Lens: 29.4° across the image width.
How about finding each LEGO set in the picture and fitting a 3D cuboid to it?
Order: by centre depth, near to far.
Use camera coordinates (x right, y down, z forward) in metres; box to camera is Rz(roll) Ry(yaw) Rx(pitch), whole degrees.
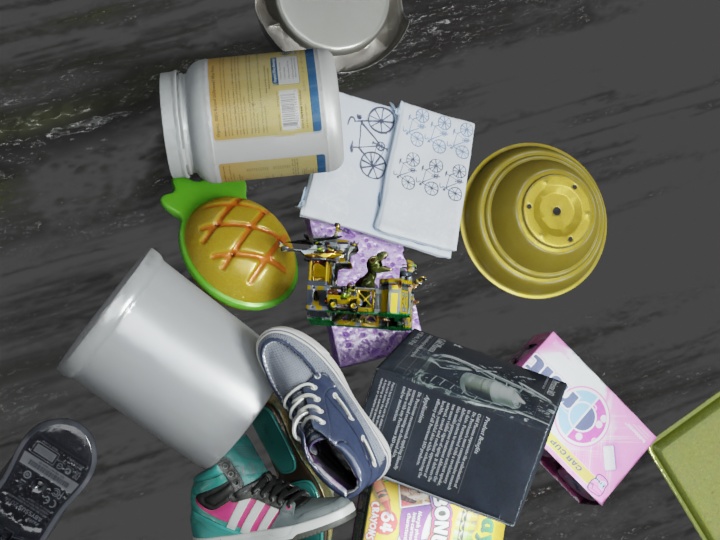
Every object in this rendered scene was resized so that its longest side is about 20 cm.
[{"bbox_3d":[0.000,0.000,1.559,0.154,0.200,0.116,2,81,11],"label":"LEGO set"}]

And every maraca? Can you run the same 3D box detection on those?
[{"bbox_3d":[-0.151,-0.038,1.592,0.137,0.107,0.200,-15,63,-36],"label":"maraca"}]

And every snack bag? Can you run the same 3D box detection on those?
[{"bbox_3d":[0.034,-0.125,1.666,0.200,0.021,0.189,16,66,-9],"label":"snack bag"}]

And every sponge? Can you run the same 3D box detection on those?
[{"bbox_3d":[0.004,0.010,1.662,0.111,0.030,0.200,-11,86,-15],"label":"sponge"}]

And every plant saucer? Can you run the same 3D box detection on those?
[{"bbox_3d":[0.479,0.252,1.746,0.200,0.048,0.200,-32,92,-15],"label":"plant saucer"}]

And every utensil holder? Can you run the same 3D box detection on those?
[{"bbox_3d":[-0.207,0.101,1.526,0.200,0.170,0.170,38,76,-9],"label":"utensil holder"}]

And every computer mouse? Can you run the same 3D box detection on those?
[{"bbox_3d":[-0.373,0.246,1.530,0.138,0.053,0.200,40,88,-9],"label":"computer mouse"}]

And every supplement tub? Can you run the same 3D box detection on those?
[{"bbox_3d":[-0.124,-0.177,1.582,0.200,0.145,0.145,-6,85,-3],"label":"supplement tub"}]

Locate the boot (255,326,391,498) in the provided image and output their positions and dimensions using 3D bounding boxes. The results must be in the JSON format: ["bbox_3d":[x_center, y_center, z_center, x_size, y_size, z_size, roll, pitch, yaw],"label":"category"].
[{"bbox_3d":[-0.048,0.144,1.431,0.073,0.090,0.200,-44,83,18],"label":"boot"}]

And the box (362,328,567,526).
[{"bbox_3d":[0.113,0.171,1.543,0.196,0.200,0.124,21,105,10],"label":"box"}]

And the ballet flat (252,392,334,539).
[{"bbox_3d":[-0.066,0.236,1.605,0.071,0.071,0.200,-21,91,-16],"label":"ballet flat"}]

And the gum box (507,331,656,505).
[{"bbox_3d":[0.250,0.178,1.686,0.200,0.066,0.114,45,74,-5],"label":"gum box"}]

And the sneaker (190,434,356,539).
[{"bbox_3d":[-0.108,0.244,1.548,0.200,0.084,0.121,-12,90,18],"label":"sneaker"}]

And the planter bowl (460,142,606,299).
[{"bbox_3d":[0.231,-0.068,1.702,0.200,0.083,0.201,2,83,-15],"label":"planter bowl"}]

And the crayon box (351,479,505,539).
[{"bbox_3d":[0.081,0.310,1.631,0.172,0.058,0.200,12,81,-13],"label":"crayon box"}]

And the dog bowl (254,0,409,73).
[{"bbox_3d":[-0.038,-0.333,1.677,0.200,0.059,0.200,2,83,-15],"label":"dog bowl"}]
